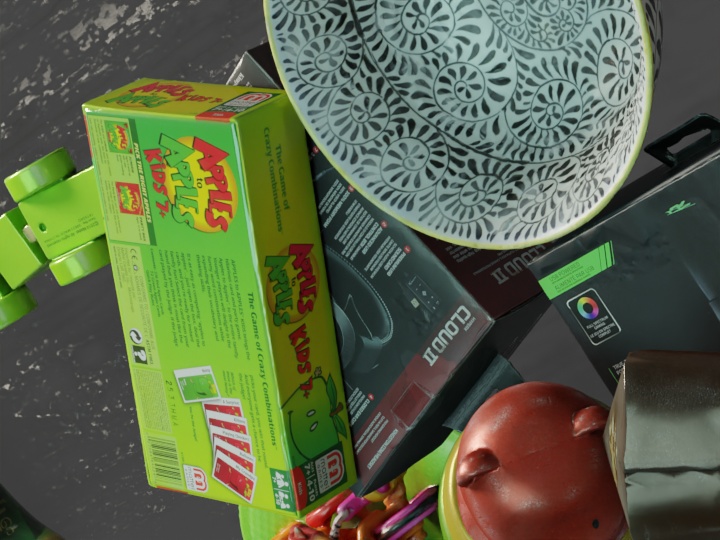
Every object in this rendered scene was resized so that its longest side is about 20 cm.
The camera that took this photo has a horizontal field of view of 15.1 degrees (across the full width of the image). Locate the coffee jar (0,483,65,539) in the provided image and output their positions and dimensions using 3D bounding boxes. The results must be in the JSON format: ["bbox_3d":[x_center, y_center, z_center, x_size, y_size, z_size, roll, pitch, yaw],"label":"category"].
[{"bbox_3d":[-0.250,0.157,1.614,0.200,0.085,0.104,44,133,9],"label":"coffee jar"}]

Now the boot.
[{"bbox_3d":[0.185,0.031,1.090,0.199,0.064,0.187,-3,103,20],"label":"boot"}]

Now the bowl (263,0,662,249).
[{"bbox_3d":[0.063,-0.119,1.215,0.200,0.094,0.201,18,125,29],"label":"bowl"}]

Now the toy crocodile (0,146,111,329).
[{"bbox_3d":[-0.178,-0.019,1.486,0.200,0.062,0.068,-30,94,39],"label":"toy crocodile"}]

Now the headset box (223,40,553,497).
[{"bbox_3d":[0.000,0.000,1.332,0.200,0.077,0.149,46,133,13],"label":"headset box"}]

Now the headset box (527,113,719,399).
[{"bbox_3d":[0.197,0.017,1.190,0.174,0.093,0.200,-30,94,42],"label":"headset box"}]

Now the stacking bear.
[{"bbox_3d":[0.087,0.106,1.244,0.121,0.200,0.114,-15,73,2],"label":"stacking bear"}]

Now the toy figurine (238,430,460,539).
[{"bbox_3d":[-0.037,0.176,1.395,0.150,0.184,0.200,54,133,0],"label":"toy figurine"}]

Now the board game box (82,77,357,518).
[{"bbox_3d":[-0.067,0.012,1.309,0.101,0.048,0.201,8,115,39],"label":"board game box"}]
